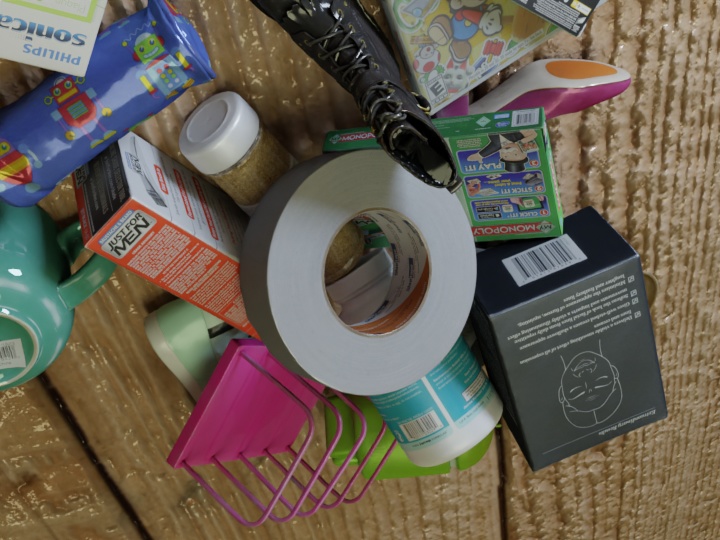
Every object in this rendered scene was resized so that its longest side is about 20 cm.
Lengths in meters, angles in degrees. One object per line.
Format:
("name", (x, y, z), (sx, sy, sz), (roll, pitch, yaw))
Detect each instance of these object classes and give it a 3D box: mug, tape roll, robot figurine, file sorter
("mug", (-0.306, 0.018, 0.797), (0.185, 0.115, 0.151), (-43, 133, 17))
("tape roll", (0.000, 0.000, 0.811), (0.198, 0.066, 0.203), (-2, 95, -28))
("robot figurine", (0.060, 0.173, 1.085), (0.197, 0.117, 0.176), (-6, 154, 6))
("file sorter", (-0.062, 0.163, 0.958), (0.140, 0.125, 0.199), (-60, 153, 11))

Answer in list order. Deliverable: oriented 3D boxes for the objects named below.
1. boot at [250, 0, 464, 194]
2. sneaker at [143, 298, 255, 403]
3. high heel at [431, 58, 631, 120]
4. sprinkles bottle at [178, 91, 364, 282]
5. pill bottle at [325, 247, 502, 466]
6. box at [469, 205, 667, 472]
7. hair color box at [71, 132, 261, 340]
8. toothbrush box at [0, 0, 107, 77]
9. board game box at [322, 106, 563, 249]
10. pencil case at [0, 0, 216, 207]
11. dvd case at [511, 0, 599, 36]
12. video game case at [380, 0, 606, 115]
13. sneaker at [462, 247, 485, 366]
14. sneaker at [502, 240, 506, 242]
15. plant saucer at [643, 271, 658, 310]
("boot", (-0.001, -0.158, 0.733), (0.069, 0.175, 0.199), (-41, 134, 16))
("sneaker", (-0.119, 0.089, 0.976), (0.117, 0.074, 0.201), (-28, 135, 3))
("high heel", (0.153, -0.136, 0.894), (0.197, 0.068, 0.097), (-12, 124, -7))
("sprinkles bottle", (-0.074, -0.068, 0.851), (0.068, 0.069, 0.200), (-35, 132, 10))
("pill bottle", (0.046, 0.080, 0.935), (0.110, 0.111, 0.201), (-31, 97, 6))
("box", (0.195, 0.067, 0.926), (0.147, 0.107, 0.202), (-21, 121, -2))
("hair color box", (-0.147, -0.030, 0.829), (0.064, 0.111, 0.199), (-41, 133, 15))
("toothbrush box", (-0.226, -0.246, 0.615), (0.144, 0.087, 0.201), (9, 127, -30))
("board game box", (0.078, -0.079, 0.880), (0.197, 0.029, 0.135), (-3, 139, 19))
("pencil case", (-0.207, -0.129, 0.736), (0.199, 0.087, 0.078), (-33, 99, 6))
("dvd case", (0.180, -0.301, 0.764), (0.145, 0.022, 0.201), (12, 118, -39))
("video game case", (0.109, -0.249, 0.789), (0.199, 0.023, 0.183), (-33, 136, -6))
("sneaker", (0.136, 0.045, 1.019), (0.114, 0.076, 0.201), (1, 144, 29))
("sneaker", (0.207, -0.032, 1.022), (0.099, 0.070, 0.201), (-24, 144, -3))
("plant saucer", (0.237, 0.059, 1.065), (0.198, 0.036, 0.201), (-22, 146, -16))
